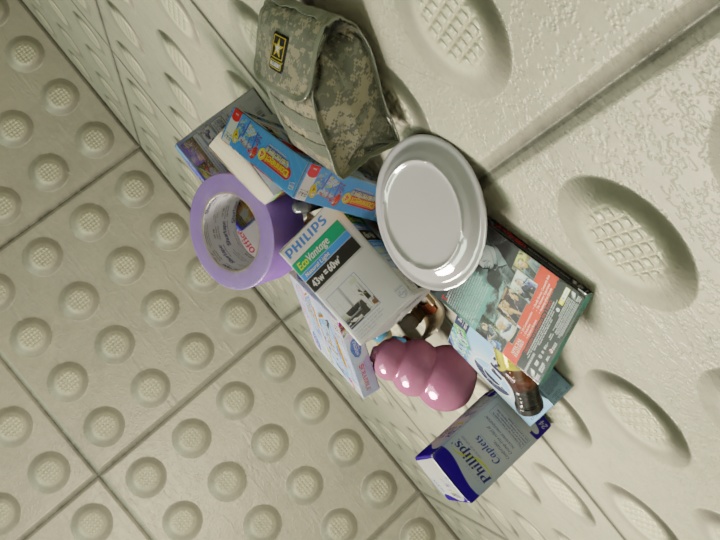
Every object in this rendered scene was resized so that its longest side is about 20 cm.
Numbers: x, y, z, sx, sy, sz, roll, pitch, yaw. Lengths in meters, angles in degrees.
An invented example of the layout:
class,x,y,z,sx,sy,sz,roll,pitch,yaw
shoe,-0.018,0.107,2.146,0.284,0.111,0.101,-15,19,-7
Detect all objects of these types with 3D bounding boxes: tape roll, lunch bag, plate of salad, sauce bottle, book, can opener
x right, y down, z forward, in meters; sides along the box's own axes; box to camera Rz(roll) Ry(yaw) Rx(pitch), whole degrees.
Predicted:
class,x,y,z,sx,sy,sz,roll,pitch,yaw
tape roll,-0.198,-0.073,1.257,0.199,0.085,0.202,11,109,33
lunch bag,-0.055,-0.242,0.915,0.164,0.117,0.201,40,158,47
plate of salad,0.092,-0.074,0.931,0.199,0.048,0.202,21,118,45
sauce bottle,0.219,0.116,1.007,0.066,0.066,0.201,29,141,55
book,-0.148,-0.192,1.225,0.134,0.048,0.200,50,-150,-1
can opener,-0.065,-0.130,1.215,0.200,0.066,0.053,-32,-62,-72

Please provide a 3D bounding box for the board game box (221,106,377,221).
class,x,y,z,sx,sy,sz,roll,pitch,yaw
board game box,-0.080,-0.161,1.107,0.199,0.056,0.196,11,-157,-50

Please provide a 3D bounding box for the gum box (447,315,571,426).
class,x,y,z,sx,sy,sz,roll,pitch,yaw
gum box,0.231,0.147,1.159,0.200,0.044,0.170,47,165,17

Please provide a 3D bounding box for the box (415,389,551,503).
class,x,y,z,sx,sy,sz,roll,pitch,yaw
box,0.214,0.310,1.303,0.105,0.200,0.184,48,166,9

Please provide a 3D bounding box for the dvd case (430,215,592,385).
class,x,y,z,sx,sy,sz,roll,pitch,yaw
dvd case,0.181,0.027,0.913,0.200,0.022,0.147,40,131,31

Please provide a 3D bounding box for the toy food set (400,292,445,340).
class,x,y,z,sx,sy,sz,roll,pitch,yaw
toy food set,0.070,0.042,1.357,0.200,0.060,0.144,49,166,6

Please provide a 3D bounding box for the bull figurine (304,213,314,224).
class,x,y,z,sx,sy,sz,roll,pitch,yaw
bull figurine,-0.109,-0.072,1.367,0.122,0.199,0.065,66,155,5

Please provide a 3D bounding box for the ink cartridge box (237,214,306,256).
class,x,y,z,sx,sy,sz,roll,pitch,yaw
ink cartridge box,-0.201,-0.137,1.457,0.148,0.200,0.085,57,165,-26

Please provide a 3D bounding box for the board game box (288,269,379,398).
class,x,y,z,sx,sy,sz,roll,pitch,yaw
board game box,-0.050,0.113,1.371,0.199,0.041,0.201,40,153,49

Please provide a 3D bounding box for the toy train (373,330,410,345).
class,x,y,z,sx,sy,sz,roll,pitch,yaw
toy train,0.056,0.161,1.612,0.116,0.085,0.200,41,169,-15

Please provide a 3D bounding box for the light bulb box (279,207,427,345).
class,x,y,z,sx,sy,sz,roll,pitch,yaw
light bulb box,0.000,0.000,1.201,0.200,0.125,0.198,48,-168,8

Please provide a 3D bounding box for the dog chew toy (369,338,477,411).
class,x,y,z,sx,sy,sz,roll,pitch,yaw
dog chew toy,0.114,0.184,1.348,0.198,0.126,0.125,19,166,-4

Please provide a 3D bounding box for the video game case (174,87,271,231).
class,x,y,z,sx,sy,sz,roll,pitch,yaw
video game case,-0.218,-0.208,1.367,0.201,0.181,0.045,54,166,-13
